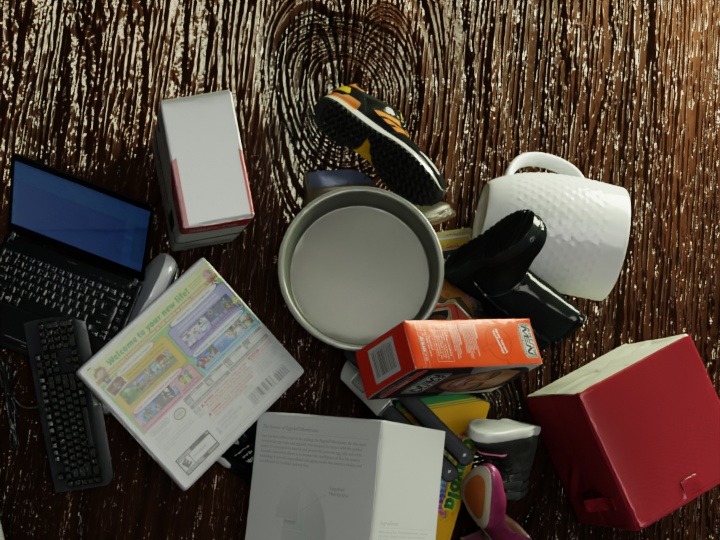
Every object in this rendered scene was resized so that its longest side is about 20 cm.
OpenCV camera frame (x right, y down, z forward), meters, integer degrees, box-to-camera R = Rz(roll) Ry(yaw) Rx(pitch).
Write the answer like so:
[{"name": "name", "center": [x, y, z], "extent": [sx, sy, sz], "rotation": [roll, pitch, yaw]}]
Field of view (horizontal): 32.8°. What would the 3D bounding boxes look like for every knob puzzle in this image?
[{"name": "knob puzzle", "center": [0.095, 0.047, 1.529], "extent": [0.218, 0.030, 0.222], "rotation": [8, 66, -19]}]

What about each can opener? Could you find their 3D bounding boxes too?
[{"name": "can opener", "center": [0.049, 0.165, 1.453], "extent": [0.053, 0.067, 0.200], "rotation": [-45, 66, -4]}]

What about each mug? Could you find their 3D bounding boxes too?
[{"name": "mug", "center": [0.239, -0.071, 1.571], "extent": [0.174, 0.148, 0.201], "rotation": [12, 52, -5]}]

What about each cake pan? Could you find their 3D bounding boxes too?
[{"name": "cake pan", "center": [0.000, 0.000, 1.466], "extent": [0.198, 0.037, 0.202], "rotation": [1, 77, -4]}]

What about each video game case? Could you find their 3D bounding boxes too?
[{"name": "video game case", "center": [-0.193, 0.117, 1.408], "extent": [0.200, 0.022, 0.182], "rotation": [-44, 96, -22]}]

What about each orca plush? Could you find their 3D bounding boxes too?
[{"name": "orca plush", "center": [-0.153, 0.210, 1.452], "extent": [0.105, 0.071, 0.201], "rotation": [-24, 90, -17]}]

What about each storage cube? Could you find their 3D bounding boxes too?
[{"name": "storage cube", "center": [0.341, 0.202, 1.539], "extent": [0.199, 0.171, 0.181], "rotation": [-24, 89, -17]}]

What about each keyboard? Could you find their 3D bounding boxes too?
[{"name": "keyboard", "center": [-0.358, 0.156, 1.402], "extent": [0.126, 0.021, 0.202], "rotation": [-9, 95, 10]}]

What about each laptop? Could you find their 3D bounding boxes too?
[{"name": "laptop", "center": [-0.344, 0.000, 1.390], "extent": [0.176, 0.103, 0.202], "rotation": [20, 77, 3]}]

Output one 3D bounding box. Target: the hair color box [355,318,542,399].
[{"name": "hair color box", "center": [0.104, 0.102, 1.424], "extent": [0.199, 0.101, 0.062], "rotation": [0, 66, -37]}]

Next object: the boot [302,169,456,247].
[{"name": "boot", "center": [0.021, -0.089, 1.537], "extent": [0.198, 0.075, 0.098], "rotation": [-10, 89, -15]}]

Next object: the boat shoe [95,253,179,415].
[{"name": "boat shoe", "center": [-0.251, 0.082, 1.448], "extent": [0.066, 0.070, 0.202], "rotation": [28, 72, -29]}]

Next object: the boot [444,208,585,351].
[{"name": "boot", "center": [0.203, 0.019, 1.473], "extent": [0.162, 0.198, 0.074], "rotation": [39, 58, -13]}]

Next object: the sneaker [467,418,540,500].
[{"name": "sneaker", "center": [0.173, 0.234, 1.492], "extent": [0.070, 0.200, 0.100], "rotation": [9, 87, 22]}]

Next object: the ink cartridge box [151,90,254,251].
[{"name": "ink cartridge box", "center": [-0.186, -0.110, 1.418], "extent": [0.083, 0.200, 0.146], "rotation": [-10, 86, -13]}]

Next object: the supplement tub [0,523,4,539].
[{"name": "supplement tub", "center": [-0.454, 0.286, 1.333], "extent": [0.121, 0.122, 0.202], "rotation": [-13, 86, -17]}]

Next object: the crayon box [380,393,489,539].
[{"name": "crayon box", "center": [0.073, 0.240, 1.517], "extent": [0.118, 0.058, 0.202], "rotation": [20, 78, -12]}]

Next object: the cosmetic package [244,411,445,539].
[{"name": "cosmetic package", "center": [-0.021, 0.271, 1.401], "extent": [0.122, 0.198, 0.202], "rotation": [14, 79, -47]}]

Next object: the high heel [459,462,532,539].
[{"name": "high heel", "center": [0.176, 0.290, 1.484], "extent": [0.095, 0.067, 0.201], "rotation": [-16, 132, -17]}]

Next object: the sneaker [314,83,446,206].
[{"name": "sneaker", "center": [0.041, -0.167, 1.533], "extent": [0.200, 0.070, 0.090], "rotation": [39, 48, 10]}]
